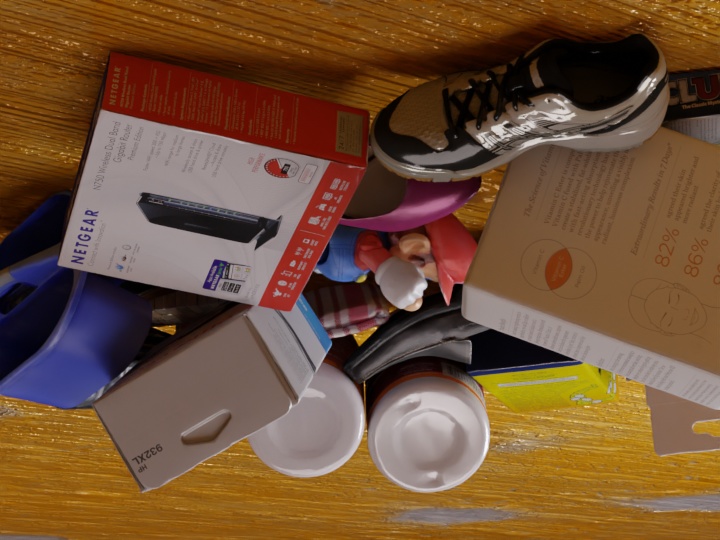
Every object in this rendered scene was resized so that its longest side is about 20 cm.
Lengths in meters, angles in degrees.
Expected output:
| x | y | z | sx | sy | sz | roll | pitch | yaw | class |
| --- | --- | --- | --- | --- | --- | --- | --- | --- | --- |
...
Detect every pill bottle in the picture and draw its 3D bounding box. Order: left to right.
| x | y | z | sx | sy | sz | roll | pitch | yaw | class |
| --- | --- | --- | --- | --- | --- | --- | --- | --- | --- |
| -0.051 | 0.106 | 1.563 | 0.111 | 0.113 | 0.200 | -2 | -162 | 0 | pill bottle |
| 0.060 | 0.114 | 1.575 | 0.113 | 0.115 | 0.200 | -2 | -158 | 0 | pill bottle |

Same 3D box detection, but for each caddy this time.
| x | y | z | sx | sy | sz | roll | pitch | yaw | class |
| --- | --- | --- | --- | --- | --- | --- | --- | --- | --- |
| -0.248 | 0.025 | 1.309 | 0.104 | 0.143 | 0.200 | 20 | 142 | -33 | caddy |

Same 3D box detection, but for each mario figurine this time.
| x | y | z | sx | sy | sz | roll | pitch | yaw | class |
| --- | --- | --- | --- | --- | --- | --- | --- | --- | --- |
| 0.000 | 0.000 | 1.332 | 0.198 | 0.124 | 0.107 | 3 | 137 | 2 | mario figurine |

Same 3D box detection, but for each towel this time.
| x | y | z | sx | sy | sz | roll | pitch | yaw | class |
| --- | --- | --- | --- | --- | --- | --- | --- | --- | --- |
| -0.073 | 0.044 | 1.500 | 0.198 | 0.030 | 0.146 | -12 | -170 | -3 | towel |

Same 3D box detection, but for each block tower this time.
| x | y | z | sx | sy | sz | roll | pitch | yaw | class |
| --- | --- | --- | --- | --- | --- | --- | --- | --- | --- |
| -0.184 | 0.018 | 1.479 | 0.198 | 0.055 | 0.058 | -6 | 164 | 15 | block tower |

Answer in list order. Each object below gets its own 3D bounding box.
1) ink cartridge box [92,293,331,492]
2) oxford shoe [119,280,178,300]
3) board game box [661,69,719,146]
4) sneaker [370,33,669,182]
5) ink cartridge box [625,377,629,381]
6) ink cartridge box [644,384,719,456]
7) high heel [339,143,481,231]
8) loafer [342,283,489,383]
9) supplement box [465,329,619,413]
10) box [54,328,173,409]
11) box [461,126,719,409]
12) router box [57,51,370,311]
| x | y | z | sx | sy | sz | roll | pitch | yaw | class |
| --- | --- | --- | --- | --- | --- | --- | --- | --- | --- |
| -0.113 | 0.083 | 1.320 | 0.144 | 0.084 | 0.200 | -30 | -175 | 10 | ink cartridge box |
| -0.190 | 0.004 | 1.410 | 0.198 | 0.072 | 0.071 | -13 | 165 | 29 | oxford shoe |
| 0.279 | -0.094 | 1.200 | 0.134 | 0.035 | 0.200 | -5 | 163 | 10 | board game box |
| 0.102 | -0.115 | 1.064 | 0.198 | 0.076 | 0.088 | -12 | 157 | -2 | sneaker |
| 0.339 | 0.062 | 1.542 | 0.198 | 0.138 | 0.076 | -9 | 157 | 21 | ink cartridge box |
| 0.303 | 0.060 | 1.422 | 0.116 | 0.202 | 0.067 | -8 | 163 | 19 | ink cartridge box |
| -0.016 | -0.063 | 1.198 | 0.198 | 0.068 | 0.096 | -6 | 174 | 23 | high heel |
| 0.078 | 0.052 | 1.455 | 0.199 | 0.073 | 0.073 | -31 | -176 | 12 | loafer |
| 0.173 | 0.060 | 1.566 | 0.108 | 0.110 | 0.200 | -7 | 163 | 17 | supplement box |
| -0.244 | 0.085 | 1.535 | 0.199 | 0.050 | 0.198 | 2 | -171 | -41 | box |
| 0.186 | -0.014 | 1.140 | 0.198 | 0.154 | 0.106 | 20 | 169 | 7 | box |
| -0.106 | -0.054 | 1.141 | 0.178 | 0.049 | 0.200 | 11 | 147 | -13 | router box |
